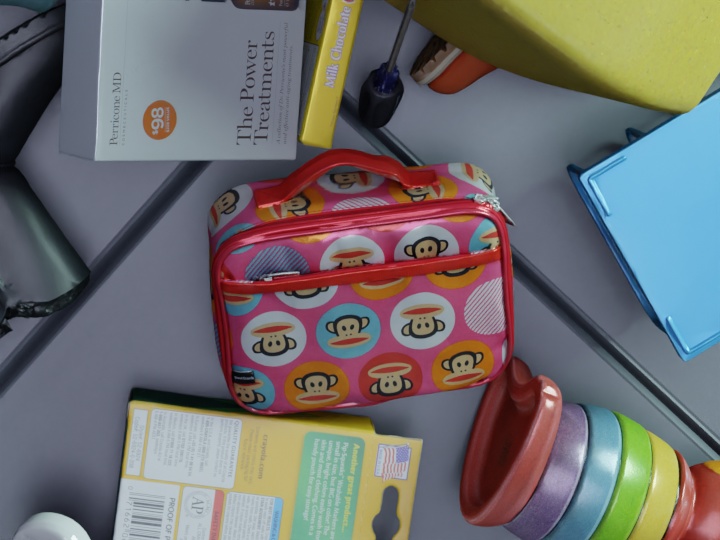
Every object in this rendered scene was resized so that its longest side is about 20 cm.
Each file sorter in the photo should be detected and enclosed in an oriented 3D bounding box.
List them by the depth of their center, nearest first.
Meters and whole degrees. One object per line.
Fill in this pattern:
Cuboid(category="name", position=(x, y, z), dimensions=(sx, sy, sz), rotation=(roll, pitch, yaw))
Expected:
Cuboid(category="file sorter", position=(0.253, -0.060, 1.493), dimensions=(0.199, 0.123, 0.139), rotation=(-31, 99, 1))

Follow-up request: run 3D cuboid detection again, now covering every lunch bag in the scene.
Cuboid(category="lunch bag", position=(0.000, 0.000, 1.474), dimensions=(0.199, 0.082, 0.177), rotation=(-8, 125, -4))

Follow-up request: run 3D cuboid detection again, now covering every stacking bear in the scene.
Cuboid(category="stacking bear", position=(0.178, 0.149, 1.528), dimensions=(0.199, 0.121, 0.114), rotation=(21, 94, -14))

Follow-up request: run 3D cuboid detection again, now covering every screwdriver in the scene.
Cuboid(category="screwdriver", position=(0.024, -0.134, 1.435), dimensions=(0.029, 0.200, 0.028), rotation=(-26, 78, -18))

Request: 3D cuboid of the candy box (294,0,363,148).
Cuboid(category="candy box", position=(-0.018, -0.183, 1.467), dimensions=(0.026, 0.102, 0.201), rotation=(11, 97, -13))

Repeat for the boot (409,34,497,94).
Cuboid(category="boot", position=(0.132, -0.158, 1.499), dimensions=(0.199, 0.075, 0.108), rotation=(-33, 103, 0))

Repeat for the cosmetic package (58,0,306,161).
Cuboid(category="cosmetic package", position=(-0.106, -0.169, 1.394), dimensions=(0.150, 0.052, 0.201), rotation=(-3, 101, -35))

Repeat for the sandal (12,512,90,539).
Cuboid(category="sandal", position=(-0.177, 0.241, 1.522), dimensions=(0.082, 0.050, 0.204), rotation=(6, 125, 22))

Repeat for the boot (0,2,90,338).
Cuboid(category="boot", position=(-0.223, -0.060, 1.483), dimensions=(0.200, 0.076, 0.169), rotation=(-34, 99, 2))

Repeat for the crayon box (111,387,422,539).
Cuboid(category="crayon box", position=(-0.066, 0.157, 1.535), dimensions=(0.199, 0.052, 0.127), rotation=(8, 98, -4))

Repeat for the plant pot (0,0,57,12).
Cuboid(category="plant pot", position=(-0.261, -0.253, 1.405), dimensions=(0.187, 0.200, 0.201), rotation=(17, 96, -21))

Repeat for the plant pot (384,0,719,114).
Cuboid(category="plant pot", position=(0.138, -0.200, 1.370), dimensions=(0.200, 0.194, 0.196), rotation=(38, 84, -27))
